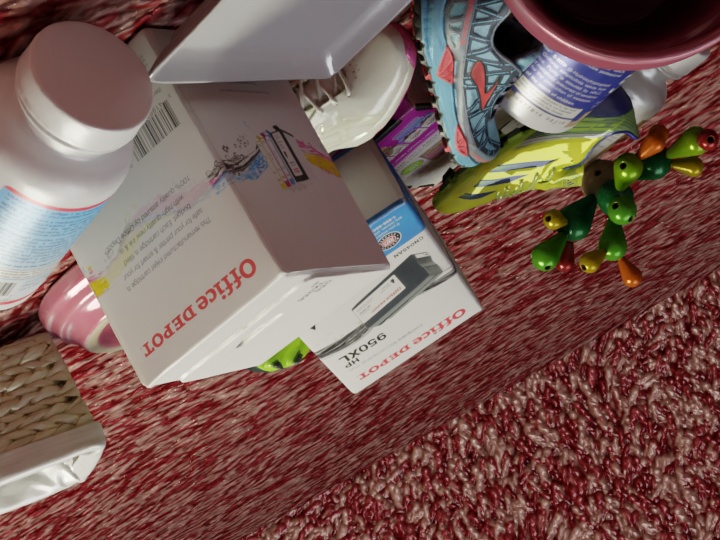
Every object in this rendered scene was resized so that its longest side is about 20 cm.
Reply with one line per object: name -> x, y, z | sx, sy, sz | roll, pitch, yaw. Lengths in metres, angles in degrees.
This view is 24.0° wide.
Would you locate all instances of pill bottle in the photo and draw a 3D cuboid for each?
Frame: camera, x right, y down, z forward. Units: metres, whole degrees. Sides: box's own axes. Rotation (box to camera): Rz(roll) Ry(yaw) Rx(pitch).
pill bottle -> 0.194, -0.214, 1.381 | 0.119, 0.120, 0.200 | -16, 161, -45
pill bottle -> -0.213, -0.067, 1.085 | 0.108, 0.109, 0.200 | -16, 160, -44
pill bottle -> 0.222, -0.176, 1.582 | 0.200, 0.115, 0.114 | -38, 164, 28

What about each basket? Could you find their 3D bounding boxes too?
basket -> -0.347, 0.152, 1.513 | 0.199, 0.124, 0.136 | -20, 167, -25

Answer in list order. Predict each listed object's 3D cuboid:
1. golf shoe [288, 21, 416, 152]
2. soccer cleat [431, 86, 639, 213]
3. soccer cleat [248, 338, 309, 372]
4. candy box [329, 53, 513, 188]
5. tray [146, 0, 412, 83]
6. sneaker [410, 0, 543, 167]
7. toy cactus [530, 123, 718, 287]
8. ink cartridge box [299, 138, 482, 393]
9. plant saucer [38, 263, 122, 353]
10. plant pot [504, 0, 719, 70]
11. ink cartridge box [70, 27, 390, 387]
golf shoe -> -0.042, -0.123, 1.320 | 0.200, 0.076, 0.091 | -39, 160, 27
soccer cleat -> 0.158, -0.097, 1.513 | 0.199, 0.084, 0.065 | -32, -166, 7
soccer cleat -> -0.126, 0.052, 1.510 | 0.199, 0.081, 0.068 | 3, 105, -46
candy box -> 0.042, -0.129, 1.490 | 0.136, 0.061, 0.199 | -40, 163, 32
tray -> -0.048, -0.164, 1.106 | 0.107, 0.022, 0.199 | -39, 164, 32
sneaker -> 0.100, -0.153, 1.331 | 0.095, 0.080, 0.200 | -9, 145, 9
toy cactus -> 0.243, -0.069, 1.579 | 0.200, 0.102, 0.165 | -48, -168, 10
ink cartridge box -> 0.000, 0.000, 1.443 | 0.144, 0.084, 0.200 | -33, 144, 5
plant saucer -> -0.192, 0.016, 1.536 | 0.200, 0.051, 0.201 | -28, 166, -7
plant pot -> 0.183, -0.236, 1.180 | 0.199, 0.201, 0.179 | -31, -178, 3
ink cartridge box -> -0.108, -0.044, 1.188 | 0.147, 0.201, 0.144 | -37, 164, 28
